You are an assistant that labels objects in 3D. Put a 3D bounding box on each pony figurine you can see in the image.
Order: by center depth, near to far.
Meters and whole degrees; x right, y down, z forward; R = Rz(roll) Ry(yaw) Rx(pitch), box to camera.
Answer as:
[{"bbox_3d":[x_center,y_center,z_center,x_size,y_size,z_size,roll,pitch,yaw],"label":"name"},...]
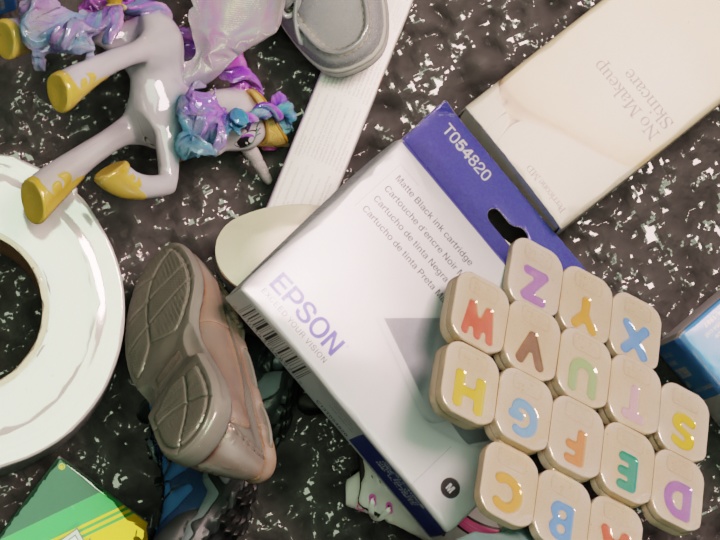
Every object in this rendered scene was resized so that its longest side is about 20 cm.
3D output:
[{"bbox_3d":[-0.128,-0.133,1.603,0.200,0.166,0.194,-17,102,-43],"label":"pony figurine"}]

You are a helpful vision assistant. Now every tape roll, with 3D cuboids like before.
[{"bbox_3d":[-0.245,0.027,1.611,0.202,0.071,0.203,1,82,-6],"label":"tape roll"}]

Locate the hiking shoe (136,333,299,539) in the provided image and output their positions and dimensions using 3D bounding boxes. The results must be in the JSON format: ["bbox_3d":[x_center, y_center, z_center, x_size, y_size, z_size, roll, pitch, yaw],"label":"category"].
[{"bbox_3d":[-0.103,0.117,1.596,0.086,0.075,0.200,16,47,9],"label":"hiking shoe"}]

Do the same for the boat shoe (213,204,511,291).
[{"bbox_3d":[0.000,0.000,1.627,0.199,0.063,0.071,2,81,-19],"label":"boat shoe"}]

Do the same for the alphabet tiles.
[{"bbox_3d":[0.129,0.080,1.559,0.200,0.015,0.196,28,53,-23],"label":"alphabet tiles"}]

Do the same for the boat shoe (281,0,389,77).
[{"bbox_3d":[-0.042,-0.217,1.651,0.074,0.065,0.203,-23,73,15],"label":"boat shoe"}]

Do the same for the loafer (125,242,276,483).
[{"bbox_3d":[-0.095,0.060,1.559,0.063,0.200,0.072,33,111,-28],"label":"loafer"}]

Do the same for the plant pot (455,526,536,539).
[{"bbox_3d":[0.103,0.265,1.490,0.200,0.200,0.196,-37,55,-10],"label":"plant pot"}]

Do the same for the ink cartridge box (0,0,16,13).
[{"bbox_3d":[-0.318,-0.185,1.587,0.199,0.145,0.085,-17,85,-8],"label":"ink cartridge box"}]

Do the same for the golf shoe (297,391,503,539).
[{"bbox_3d":[0.039,0.139,1.630,0.092,0.073,0.200,-31,77,-6],"label":"golf shoe"}]

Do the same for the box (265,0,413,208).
[{"bbox_3d":[-0.011,-0.114,1.673,0.041,0.039,0.201,21,80,-2],"label":"box"}]

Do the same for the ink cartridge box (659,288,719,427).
[{"bbox_3d":[0.310,0.077,1.660,0.144,0.084,0.200,-39,88,-10],"label":"ink cartridge box"}]

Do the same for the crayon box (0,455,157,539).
[{"bbox_3d":[-0.159,0.243,1.595,0.200,0.058,0.173,37,79,-2],"label":"crayon box"}]

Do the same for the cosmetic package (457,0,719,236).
[{"bbox_3d":[0.168,-0.120,1.678,0.200,0.073,0.104,-39,88,-11],"label":"cosmetic package"}]

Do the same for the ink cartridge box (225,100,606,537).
[{"bbox_3d":[0.053,0.025,1.584,0.200,0.041,0.200,-44,96,-22],"label":"ink cartridge box"}]
